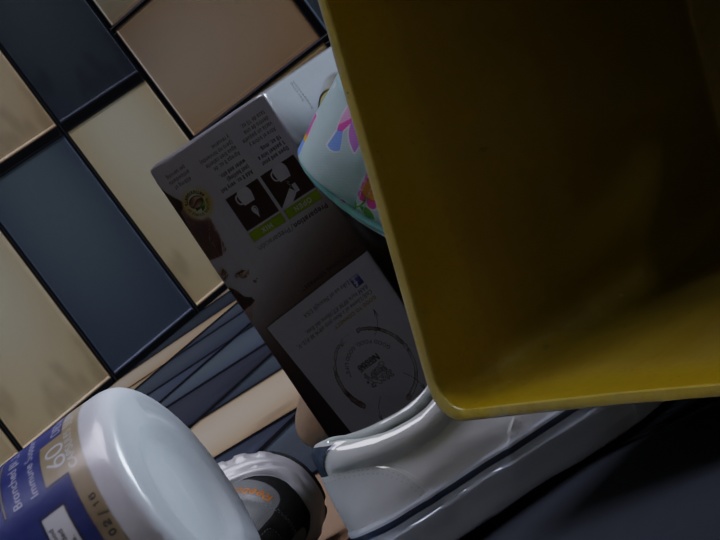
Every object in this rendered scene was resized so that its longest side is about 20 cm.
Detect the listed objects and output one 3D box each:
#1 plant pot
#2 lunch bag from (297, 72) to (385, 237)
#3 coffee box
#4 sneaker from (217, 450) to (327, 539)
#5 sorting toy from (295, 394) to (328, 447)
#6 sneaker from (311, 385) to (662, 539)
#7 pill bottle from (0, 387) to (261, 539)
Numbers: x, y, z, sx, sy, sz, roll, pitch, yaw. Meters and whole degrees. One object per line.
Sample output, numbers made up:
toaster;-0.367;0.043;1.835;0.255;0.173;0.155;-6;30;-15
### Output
plant pot;0.127;-0.074;0.797;0.176;0.201;0.200;-23;9;-43
lunch bag;0.078;-0.052;1.002;0.160;0.199;0.077;-43;-20;-59
coffee box;0.000;0.000;1.070;0.080;0.200;0.113;-32;5;28
sneaker;-0.109;0.162;1.093;0.200;0.074;0.079;-35;10;21
sorting toy;0.003;-0.009;1.358;0.185;0.036;0.201;116;164;-61
sneaker;0.070;0.045;0.892;0.200;0.071;0.073;-35;4;-3
pill bottle;-0.146;0.148;0.903;0.200;0.111;0.111;-37;4;11
